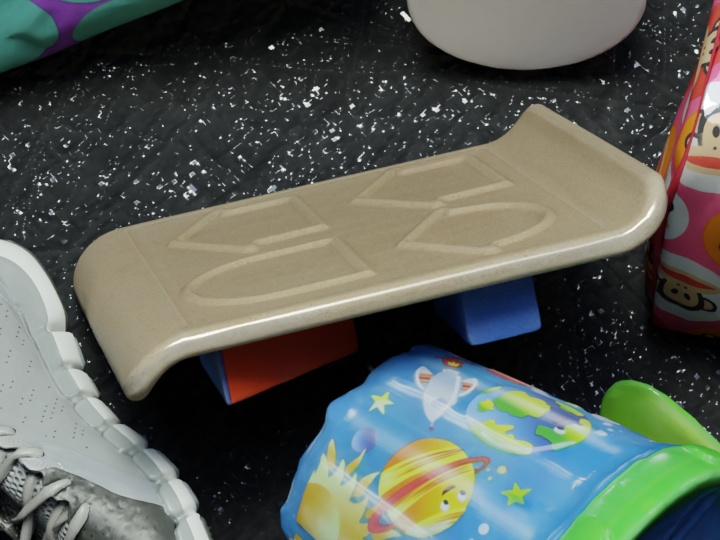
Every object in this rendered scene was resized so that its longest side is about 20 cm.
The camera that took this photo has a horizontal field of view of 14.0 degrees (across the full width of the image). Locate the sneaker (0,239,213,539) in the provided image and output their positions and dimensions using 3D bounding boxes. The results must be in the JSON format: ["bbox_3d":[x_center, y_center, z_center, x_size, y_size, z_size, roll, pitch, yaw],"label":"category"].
[{"bbox_3d":[-0.139,0.073,1.049,0.115,0.075,0.200,-4,45,-40],"label":"sneaker"}]

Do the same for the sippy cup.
[{"bbox_3d":[0.048,0.097,1.034,0.130,0.178,0.140,31,97,28],"label":"sippy cup"}]

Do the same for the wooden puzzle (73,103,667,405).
[{"bbox_3d":[0.000,0.000,1.081,0.199,0.185,0.046,-18,105,-8],"label":"wooden puzzle"}]

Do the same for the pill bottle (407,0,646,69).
[{"bbox_3d":[0.066,-0.191,1.196,0.114,0.114,0.200,1,61,0],"label":"pill bottle"}]

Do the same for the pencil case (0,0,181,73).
[{"bbox_3d":[-0.092,-0.139,1.149,0.200,0.092,0.085,-19,92,14],"label":"pencil case"}]

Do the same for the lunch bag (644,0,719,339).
[{"bbox_3d":[0.164,-0.085,1.102,0.082,0.176,0.200,15,62,8],"label":"lunch bag"}]
